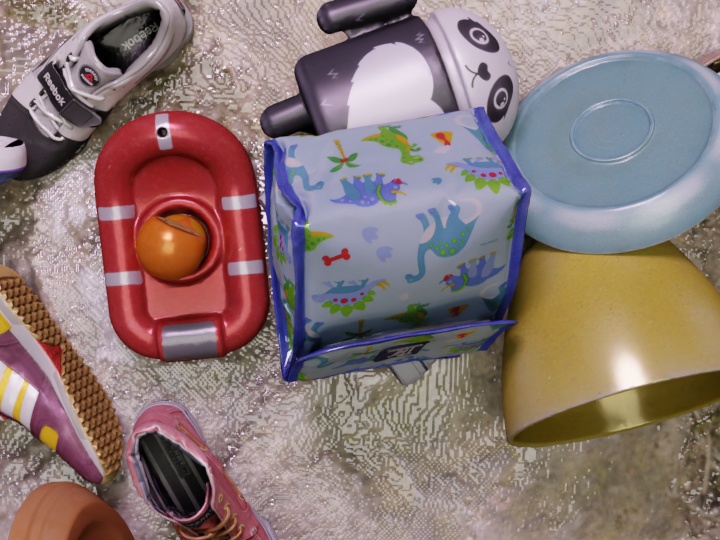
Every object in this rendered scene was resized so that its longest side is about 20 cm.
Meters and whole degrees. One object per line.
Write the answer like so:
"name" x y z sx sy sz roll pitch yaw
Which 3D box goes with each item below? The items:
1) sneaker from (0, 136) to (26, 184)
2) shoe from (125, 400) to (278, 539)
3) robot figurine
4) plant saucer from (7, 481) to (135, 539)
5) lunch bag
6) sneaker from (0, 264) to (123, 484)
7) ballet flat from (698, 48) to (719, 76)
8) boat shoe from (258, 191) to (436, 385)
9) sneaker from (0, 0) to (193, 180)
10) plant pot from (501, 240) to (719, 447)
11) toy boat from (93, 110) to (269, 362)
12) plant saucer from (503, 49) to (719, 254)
"sneaker" -0.346 -0.022 0.940 0.200 0.081 0.147 -8 105 4
"shoe" -0.126 0.201 0.964 0.071 0.091 0.200 -30 96 0
"robot figurine" 0.024 -0.126 0.926 0.200 0.125 0.150 -19 139 0
"plant saucer" -0.205 0.258 0.911 0.037 0.200 0.200 -15 95 10
"lunch bag" 0.022 0.000 0.871 0.170 0.127 0.200 -8 136 -11
"sneaker" -0.272 0.097 0.967 0.090 0.075 0.200 -32 89 9
"ballet flat" 0.239 -0.115 0.964 0.200 0.067 0.068 -40 94 2
"boat shoe" 0.000 0.000 0.970 0.067 0.074 0.200 -40 107 -6
"sneaker" -0.220 -0.149 0.937 0.200 0.089 0.074 -44 96 3
"plant pot" 0.192 0.042 0.930 0.200 0.200 0.142 -14 72 -1
"toy boat" -0.142 -0.024 0.926 0.130 0.131 0.200 -6 95 -2
"plant saucer" 0.195 -0.101 0.916 0.200 0.200 0.027 -30 138 1
